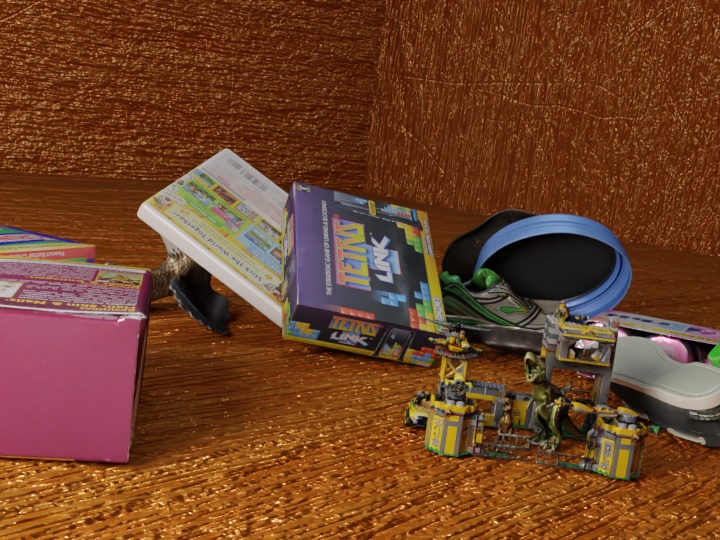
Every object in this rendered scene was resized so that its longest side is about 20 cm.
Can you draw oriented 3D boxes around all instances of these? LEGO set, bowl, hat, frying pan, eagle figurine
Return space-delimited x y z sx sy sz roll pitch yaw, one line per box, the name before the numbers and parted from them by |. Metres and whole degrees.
LEGO set | 0.139 0.083 0.791 0.199 0.116 0.154 8 8 9
bowl | 0.244 0.002 1.257 0.200 0.201 0.040 7 51 -4
hat | 0.212 0.012 1.362 0.200 0.201 0.081 7 46 -5
frying pan | 0.195 0.085 1.140 0.114 0.031 0.190 8 -9 18
eagle figurine | -0.206 0.008 1.097 0.152 0.151 0.200 -35 17 36

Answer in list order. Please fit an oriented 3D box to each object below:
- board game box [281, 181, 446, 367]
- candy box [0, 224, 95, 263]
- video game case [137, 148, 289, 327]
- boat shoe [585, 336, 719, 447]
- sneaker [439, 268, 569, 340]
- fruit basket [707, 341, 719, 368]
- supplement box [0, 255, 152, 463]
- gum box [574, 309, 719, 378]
board game box | 0.000 0.000 1.059 0.165 0.057 0.200 13 40 -17
candy box | -0.420 -0.006 1.061 0.199 0.077 0.169 13 10 30
video game case | -0.121 -0.042 1.097 0.200 0.023 0.182 38 35 3
boat shoe | 0.279 0.113 0.933 0.075 0.061 0.200 -23 16 -10
sneaker | 0.179 0.044 1.220 0.199 0.086 0.078 5 8 -26
fruit basket | 0.449 0.096 0.871 0.215 0.217 0.156 6 9 -9
supplement box | -0.221 0.056 0.711 0.130 0.104 0.200 6 7 -10
gum box | 0.342 0.095 1.073 0.199 0.066 0.113 11 7 26
